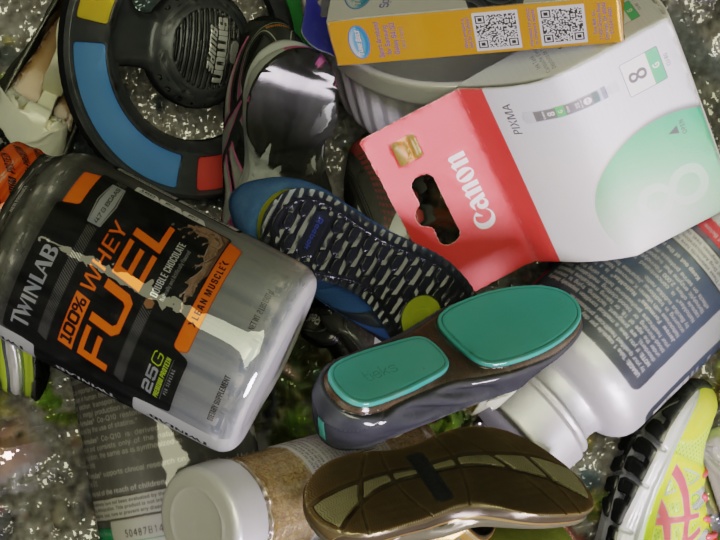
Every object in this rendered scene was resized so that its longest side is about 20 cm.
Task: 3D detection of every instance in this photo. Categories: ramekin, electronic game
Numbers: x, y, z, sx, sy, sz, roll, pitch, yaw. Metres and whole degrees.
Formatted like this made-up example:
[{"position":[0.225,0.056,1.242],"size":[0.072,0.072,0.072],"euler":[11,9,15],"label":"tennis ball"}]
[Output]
[{"position":[0.061,-0.170,1.247],"size":[0.198,0.105,0.202],"euler":[-2,59,3],"label":"ramekin"},{"position":[-0.108,-0.147,1.246],"size":[0.199,0.042,0.202],"euler":[-5,100,-33],"label":"electronic game"}]

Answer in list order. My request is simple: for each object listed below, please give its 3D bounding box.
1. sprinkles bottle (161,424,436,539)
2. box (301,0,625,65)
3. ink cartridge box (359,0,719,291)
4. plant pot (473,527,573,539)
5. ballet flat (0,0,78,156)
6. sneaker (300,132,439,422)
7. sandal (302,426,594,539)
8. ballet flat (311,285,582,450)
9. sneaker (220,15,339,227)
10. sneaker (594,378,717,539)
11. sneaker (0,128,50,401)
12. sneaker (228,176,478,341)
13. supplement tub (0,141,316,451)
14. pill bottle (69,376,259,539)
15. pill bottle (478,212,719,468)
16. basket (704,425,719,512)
[{"position":[-0.031,0.137,1.172],"size":[0.199,0.068,0.069],"euler":[-10,84,-48],"label":"sprinkles bottle"},{"position":[0.061,-0.183,1.148],"size":[0.198,0.042,0.120],"euler":[-3,47,9],"label":"box"},{"position":[0.121,-0.063,1.176],"size":[0.199,0.050,0.161],"euler":[-29,130,1],"label":"ink cartridge box"},{"position":[0.047,0.233,1.208],"size":[0.199,0.187,0.188],"euler":[-26,88,-24],"label":"plant pot"},{"position":[-0.212,-0.119,1.249],"size":[0.068,0.068,0.201],"euler":[22,81,-6],"label":"ballet flat"},{"position":[0.004,0.006,1.267],"size":[0.097,0.071,0.202],"euler":[-7,86,-11],"label":"sneaker"},{"position":[0.050,0.144,1.156],"size":[0.199,0.054,0.081],"euler":[-5,44,-30],"label":"sandal"},{"position":[0.051,0.064,1.172],"size":[0.199,0.073,0.074],"euler":[-19,87,-32],"label":"ballet flat"},{"position":[-0.057,-0.077,1.233],"size":[0.080,0.087,0.201],"euler":[0,128,-20],"label":"sneaker"},{"position":[0.212,0.173,1.282],"size":[0.090,0.078,0.202],"euler":[19,93,-6],"label":"sneaker"},{"position":[-0.252,-0.007,1.207],"size":[0.080,0.074,0.202],"euler":[-6,108,-1],"label":"sneaker"},{"position":[0.000,0.000,1.203],"size":[0.199,0.078,0.066],"euler":[33,85,-28],"label":"sneaker"},{"position":[-0.136,0.011,1.107],"size":[0.199,0.123,0.123],"euler":[26,81,4],"label":"supplement tub"},{"position":[-0.129,0.080,1.217],"size":[0.112,0.113,0.202],"euler":[-11,86,-10],"label":"pill bottle"},{"position":[0.169,0.040,1.264],"size":[0.200,0.120,0.120],"euler":[-43,91,-11],"label":"pill bottle"},{"position":[0.331,0.145,1.242],"size":[0.123,0.200,0.137],"euler":[-18,87,-16],"label":"basket"}]
